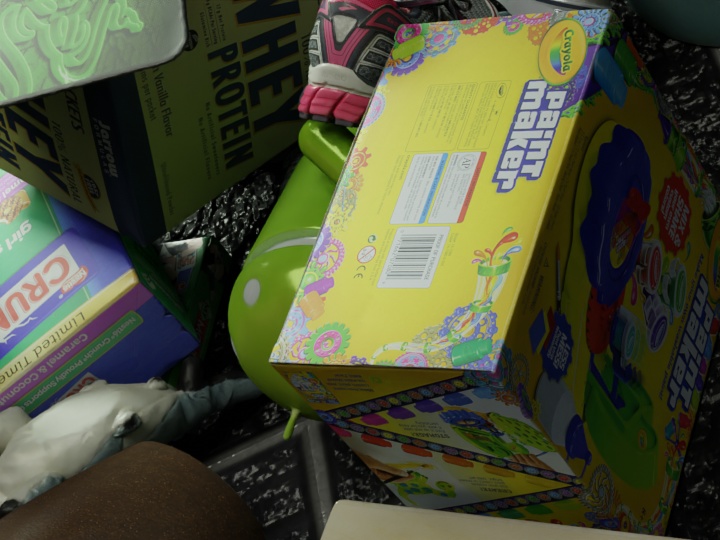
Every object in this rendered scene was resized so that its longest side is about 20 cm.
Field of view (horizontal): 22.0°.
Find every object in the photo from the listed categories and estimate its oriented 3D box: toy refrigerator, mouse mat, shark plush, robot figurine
[{"bbox_3d":[0.075,0.164,0.877,0.200,0.076,0.070,2,58,35],"label":"toy refrigerator"},{"bbox_3d":[-0.175,-0.160,1.009,0.161,0.008,0.200,-15,48,4],"label":"mouse mat"},{"bbox_3d":[-0.146,0.102,1.073,0.200,0.083,0.091,-36,42,-23],"label":"shark plush"},{"bbox_3d":[0.000,0.000,1.010,0.116,0.176,0.200,20,45,6],"label":"robot figurine"}]

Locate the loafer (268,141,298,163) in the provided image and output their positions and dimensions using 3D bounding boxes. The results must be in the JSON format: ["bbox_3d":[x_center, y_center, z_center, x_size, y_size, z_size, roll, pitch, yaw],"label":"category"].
[{"bbox_3d":[-0.090,-0.122,1.230,0.200,0.072,0.063,15,60,44],"label":"loafer"}]

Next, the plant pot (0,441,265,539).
[{"bbox_3d":[-0.143,0.190,0.954,0.187,0.187,0.200,11,47,40],"label":"plant pot"}]

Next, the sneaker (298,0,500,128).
[{"bbox_3d":[0.034,-0.128,1.002,0.081,0.075,0.200,13,20,18],"label":"sneaker"}]

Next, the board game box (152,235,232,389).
[{"bbox_3d":[-0.185,0.051,1.182,0.200,0.029,0.135,-7,53,30],"label":"board game box"}]

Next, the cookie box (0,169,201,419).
[{"bbox_3d":[-0.209,0.018,1.149,0.171,0.075,0.200,-38,44,5],"label":"cookie box"}]

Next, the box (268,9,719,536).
[{"bbox_3d":[0.081,0.012,0.910,0.122,0.193,0.200,0,57,34],"label":"box"}]

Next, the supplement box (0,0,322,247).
[{"bbox_3d":[-0.135,-0.149,1.107,0.200,0.134,0.200,26,50,34],"label":"supplement box"}]

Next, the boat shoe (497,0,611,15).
[{"bbox_3d":[0.103,-0.202,1.107,0.202,0.075,0.086,-119,40,-67],"label":"boat shoe"}]

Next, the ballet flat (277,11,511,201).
[{"bbox_3d":[0.028,-0.095,1.131,0.200,0.074,0.074,-35,43,1],"label":"ballet flat"}]

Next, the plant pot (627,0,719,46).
[{"bbox_3d":[0.218,-0.250,1.070,0.200,0.135,0.200,-19,47,21],"label":"plant pot"}]
